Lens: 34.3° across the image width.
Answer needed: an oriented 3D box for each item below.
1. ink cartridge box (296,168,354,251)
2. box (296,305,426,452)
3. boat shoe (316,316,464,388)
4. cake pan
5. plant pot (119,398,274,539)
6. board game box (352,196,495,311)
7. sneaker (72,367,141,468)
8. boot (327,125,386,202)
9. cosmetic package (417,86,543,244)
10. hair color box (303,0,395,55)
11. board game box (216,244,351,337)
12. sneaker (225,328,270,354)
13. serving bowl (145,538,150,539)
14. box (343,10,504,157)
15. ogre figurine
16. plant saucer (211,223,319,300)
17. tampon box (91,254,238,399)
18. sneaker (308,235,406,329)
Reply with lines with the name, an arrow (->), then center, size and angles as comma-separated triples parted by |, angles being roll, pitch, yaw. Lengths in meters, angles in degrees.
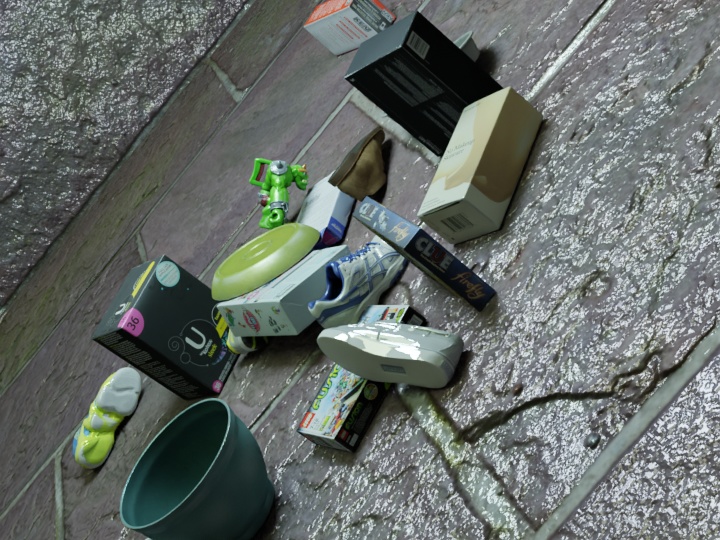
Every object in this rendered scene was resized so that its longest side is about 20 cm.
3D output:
ink cartridge box -> -0.064, -0.086, 1.956 | 0.119, 0.042, 0.200 | -32, 27, 41
box -> 0.001, 0.137, 1.524 | 0.110, 0.035, 0.200 | -4, 52, 60
boat shoe -> 0.037, 0.090, 1.436 | 0.200, 0.072, 0.069 | 2, 44, 42
cake pan -> 0.117, -0.305, 1.886 | 0.200, 0.037, 0.200 | -42, 10, 10
plant pot -> -0.199, 0.288, 1.541 | 0.200, 0.134, 0.200 | -35, 28, 22
board game box -> 0.077, -0.025, 1.490 | 0.035, 0.135, 0.200 | -52, 24, 0
sneaker -> -0.482, 0.271, 2.166 | 0.105, 0.076, 0.200 | -14, 44, 56
boot -> 0.011, -0.173, 1.924 | 0.074, 0.075, 0.200 | -48, 7, 35
cosmetic package -> 0.163, -0.142, 1.580 | 0.105, 0.071, 0.200 | -21, 38, 51
hair color box -> -0.025, -0.515, 2.421 | 0.200, 0.101, 0.061 | -1, 55, 60
board game box -> -0.108, 0.034, 1.777 | 0.147, 0.064, 0.200 | -38, 17, -29
sneaker -> -0.177, 0.050, 1.925 | 0.076, 0.075, 0.200 | -27, 33, 42
serving bowl -> -0.286, 0.455, 1.555 | 0.200, 0.066, 0.200 | -40, 27, 25
box -> 0.099, -0.270, 1.716 | 0.141, 0.200, 0.079 | -20, 40, 50
ogre figurine -> -0.144, -0.132, 2.024 | 0.200, 0.098, 0.120 | -16, -69, -75
plant saucer -> -0.158, -0.022, 1.860 | 0.200, 0.031, 0.200 | -28, 18, 10
tampon box -> -0.309, 0.098, 1.940 | 0.126, 0.200, 0.150 | -18, 41, 52
sneaker -> 0.000, 0.000, 1.657 | 0.075, 0.088, 0.200 | -16, 41, 57
